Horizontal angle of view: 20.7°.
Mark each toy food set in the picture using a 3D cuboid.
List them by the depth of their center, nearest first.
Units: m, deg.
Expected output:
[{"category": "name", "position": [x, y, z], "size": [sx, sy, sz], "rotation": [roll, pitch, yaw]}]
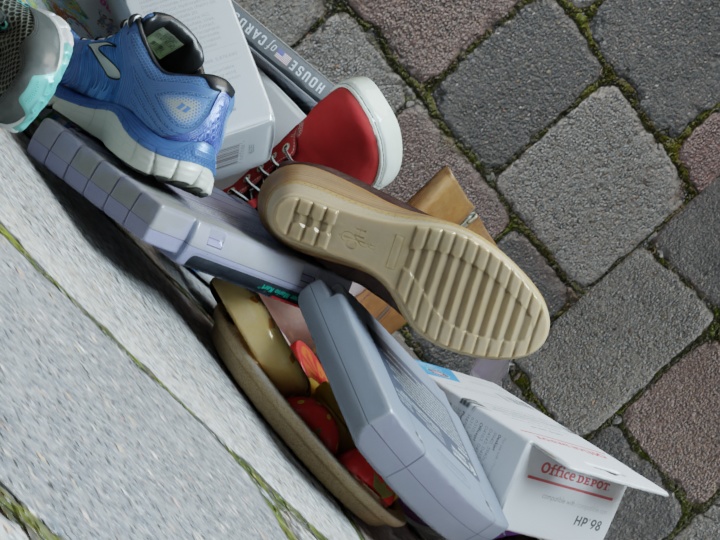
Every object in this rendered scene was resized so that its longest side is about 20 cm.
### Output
[{"category": "toy food set", "position": [-0.030, 0.089, 1.320], "size": [0.200, 0.049, 0.198], "rotation": [49, 1, 15]}]

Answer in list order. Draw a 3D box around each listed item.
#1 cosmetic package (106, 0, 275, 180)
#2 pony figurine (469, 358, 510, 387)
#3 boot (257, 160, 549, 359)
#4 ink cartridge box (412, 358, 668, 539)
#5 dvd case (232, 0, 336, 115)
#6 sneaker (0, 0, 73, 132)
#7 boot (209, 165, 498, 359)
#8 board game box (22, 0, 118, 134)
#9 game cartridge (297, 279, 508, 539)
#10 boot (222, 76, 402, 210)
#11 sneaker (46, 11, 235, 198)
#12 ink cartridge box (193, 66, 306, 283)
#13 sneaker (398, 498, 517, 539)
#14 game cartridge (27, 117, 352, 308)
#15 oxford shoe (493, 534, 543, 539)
[{"category": "cosmetic package", "position": [-0.124, -0.166, 1.325], "size": [0.102, 0.073, 0.202], "rotation": [114, -43, -74]}, {"category": "pony figurine", "position": [0.105, 0.165, 1.936], "size": [0.200, 0.167, 0.193], "rotation": [45, -30, -12]}, {"category": "boot", "position": [0.028, -0.017, 1.271], "size": [0.199, 0.073, 0.166], "rotation": [27, 9, -4]}, {"category": "ink cartridge box", "position": [0.108, 0.137, 1.402], "size": [0.115, 0.067, 0.200], "rotation": [19, 8, -41]}, {"category": "dvd case", "position": [-0.082, -0.171, 1.553], "size": [0.200, 0.025, 0.150], "rotation": [39, -4, -14]}, {"category": "sneaker", "position": [-0.239, -0.151, 1.162], "size": [0.091, 0.078, 0.200], "rotation": [26, 13, -41]}, {"category": "boot", "position": [0.000, 0.000, 1.473], "size": [0.188, 0.200, 0.069], "rotation": [47, 3, -46]}, {"category": "board game box", "position": [-0.198, -0.152, 1.352], "size": [0.200, 0.034, 0.135], "rotation": [47, 35, -20]}, {"category": "game cartridge", "position": [0.031, 0.101, 1.266], "size": [0.200, 0.041, 0.134], "rotation": [48, 18, -52]}, {"category": "boot", "position": [-0.057, -0.059, 1.390], "size": [0.073, 0.143, 0.200], "rotation": [60, -25, 9]}, {"category": "sneaker", "position": [-0.138, -0.119, 1.227], "size": [0.078, 0.090, 0.200], "rotation": [23, 7, -47]}, {"category": "ink cartridge box", "position": [-0.076, -0.051, 1.575], "size": [0.084, 0.145, 0.200], "rotation": [47, 0, 31]}, {"category": "sneaker", "position": [0.112, 0.209, 1.523], "size": [0.199, 0.075, 0.100], "rotation": [36, -7, 14]}, {"category": "game cartridge", "position": [-0.104, -0.030, 1.242], "size": [0.130, 0.039, 0.199], "rotation": [41, 11, 36]}, {"category": "oxford shoe", "position": [0.102, 0.238, 1.343], "size": [0.072, 0.072, 0.200], "rotation": [7, 14, 6]}]
